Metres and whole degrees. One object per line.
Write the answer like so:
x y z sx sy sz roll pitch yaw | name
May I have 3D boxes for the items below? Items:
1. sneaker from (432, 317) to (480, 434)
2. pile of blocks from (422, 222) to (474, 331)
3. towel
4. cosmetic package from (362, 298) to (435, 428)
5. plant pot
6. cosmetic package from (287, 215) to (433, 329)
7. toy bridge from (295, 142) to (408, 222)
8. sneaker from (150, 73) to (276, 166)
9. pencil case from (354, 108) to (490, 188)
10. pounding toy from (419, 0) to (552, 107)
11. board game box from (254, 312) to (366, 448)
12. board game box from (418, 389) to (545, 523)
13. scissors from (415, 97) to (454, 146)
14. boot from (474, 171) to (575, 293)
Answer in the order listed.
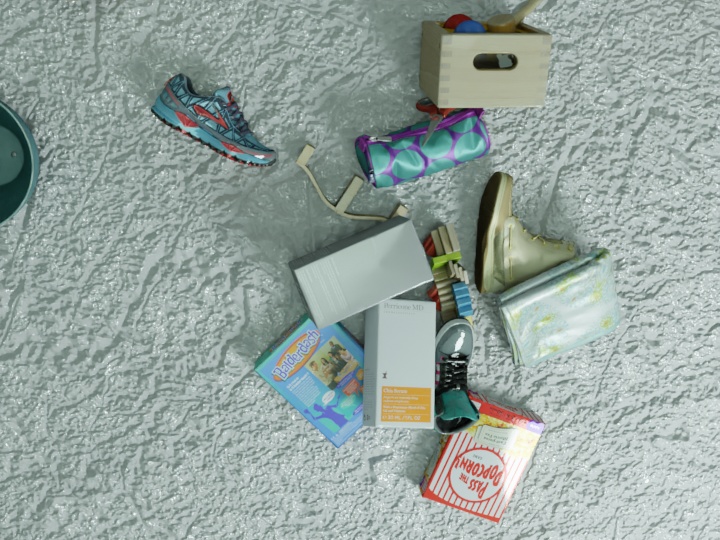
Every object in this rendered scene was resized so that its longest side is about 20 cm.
0.151 0.186 1.226 0.083 0.121 0.201 2 119 -13 | sneaker
0.138 0.024 1.233 0.062 0.082 0.201 -15 104 -3 | pile of blocks
0.327 0.067 1.245 0.199 0.048 0.171 -25 134 0 | towel
0.062 0.150 1.219 0.101 0.071 0.201 4 80 -17 | cosmetic package
-0.551 -0.161 1.091 0.199 0.135 0.201 -1 102 -5 | plant pot
0.000 0.000 1.178 0.199 0.090 0.107 -22 103 -9 | cosmetic package
-0.019 -0.121 1.212 0.200 0.027 0.067 32 99 -12 | toy bridge
-0.208 -0.227 1.143 0.199 0.079 0.096 27 96 -11 | sneaker
0.096 -0.193 1.178 0.199 0.085 0.093 -18 143 -3 | pencil case
0.197 -0.331 1.124 0.199 0.184 0.143 -2 115 -6 | pounding toy
-0.054 0.174 1.265 0.152 0.045 0.200 -43 104 4 | board game box
0.210 0.322 1.325 0.151 0.046 0.201 21 100 -10 | board game box
0.119 -0.229 1.123 0.073 0.200 0.014 -11 118 8 | scissors
0.271 -0.058 1.234 0.155 0.073 0.201 2 104 -6 | boot
